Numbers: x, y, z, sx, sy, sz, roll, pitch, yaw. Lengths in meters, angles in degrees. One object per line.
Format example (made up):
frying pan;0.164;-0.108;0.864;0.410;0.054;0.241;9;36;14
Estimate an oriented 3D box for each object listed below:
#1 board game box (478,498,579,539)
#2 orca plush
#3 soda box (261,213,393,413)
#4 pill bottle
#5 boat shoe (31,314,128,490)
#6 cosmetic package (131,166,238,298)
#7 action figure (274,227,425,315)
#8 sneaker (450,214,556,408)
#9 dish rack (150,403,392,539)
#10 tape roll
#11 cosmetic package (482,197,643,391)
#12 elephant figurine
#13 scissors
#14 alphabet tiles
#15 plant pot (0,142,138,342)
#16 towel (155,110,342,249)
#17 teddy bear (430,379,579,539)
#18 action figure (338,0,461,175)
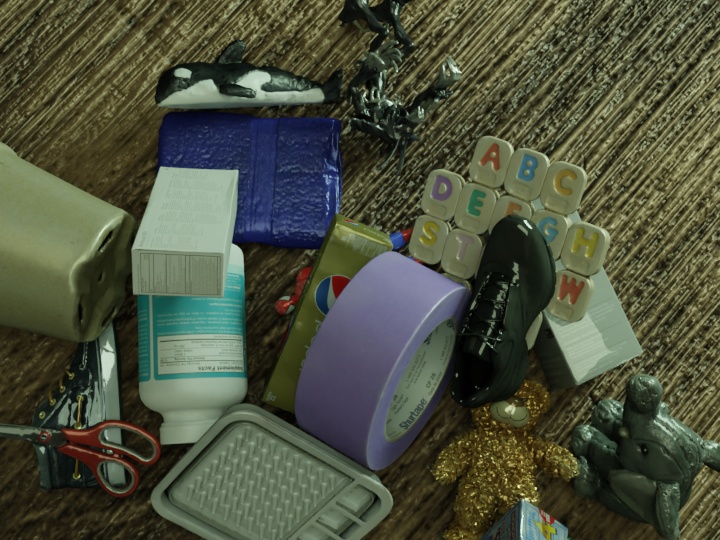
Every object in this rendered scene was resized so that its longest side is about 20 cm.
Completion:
board game box;0.179;0.308;1.066;0.199;0.200;0.062;11;46;-2
orca plush;-0.118;-0.212;1.160;0.199;0.105;0.071;-4;92;-6
soda box;-0.035;0.047;1.119;0.064;0.068;0.201;23;100;-7
pill bottle;-0.171;0.074;1.116;0.110;0.111;0.201;-2;82;-4
boat shoe;-0.290;0.125;1.118;0.091;0.071;0.201;-4;84;-9
cosmetic package;-0.163;-0.040;1.045;0.082;0.200;0.051;4;116;-4
action figure;0.000;0.000;1.173;0.199;0.052;0.066;-26;88;-5
sneaker;0.134;0.046;1.062;0.076;0.091;0.201;17;109;29
dish rack;-0.087;0.215;1.082;0.200;0.044;0.172;33;120;-20
tape roll;0.026;0.089;1.076;0.085;0.200;0.200;27;80;22
cosmetic package;0.207;0.017;1.156;0.090;0.107;0.200;-26;83;-7
elephant figurine;0.294;0.190;1.085;0.155;0.200;0.142;12;78;-8
scissors;-0.297;0.160;1.082;0.199;0.014;0.073;25;92;-6
alphabet tiles;0.145;-0.026;1.104;0.200;0.015;0.196;23;107;24
plant pot;-0.324;-0.020;1.057;0.183;0.200;0.201;19;81;10
towel;-0.119;-0.096;1.180;0.199;0.050;0.148;3;74;-3
teddy bear;0.145;0.205;1.132;0.145;0.067;0.201;22;84;23
action figure;0.037;-0.210;1.172;0.119;0.102;0.201;4;71;-45
